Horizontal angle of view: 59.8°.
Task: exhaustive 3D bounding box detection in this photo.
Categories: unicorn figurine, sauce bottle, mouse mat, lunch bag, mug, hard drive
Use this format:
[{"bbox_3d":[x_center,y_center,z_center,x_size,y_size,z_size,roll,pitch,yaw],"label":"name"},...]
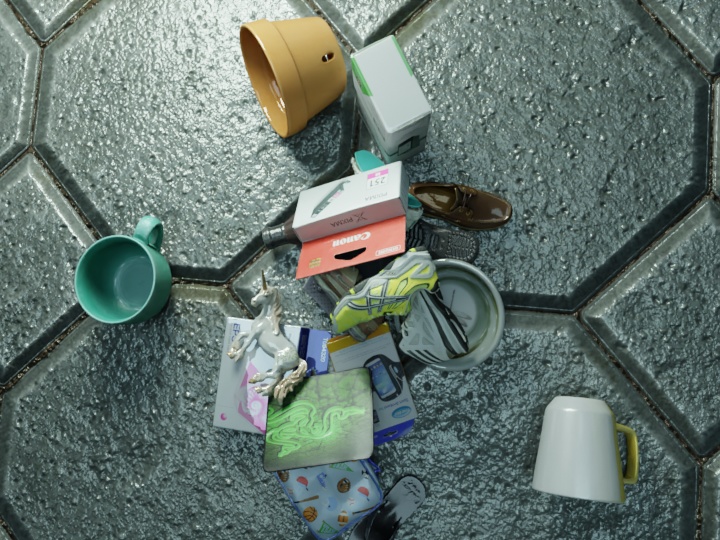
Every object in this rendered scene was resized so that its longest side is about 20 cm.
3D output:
[{"bbox_3d":[-0.166,0.122,1.103,0.137,0.074,0.202,-39,96,-12],"label":"unicorn figurine"},{"bbox_3d":[-0.082,-0.082,1.149,0.195,0.066,0.068,-18,84,3],"label":"sauce bottle"},{"bbox_3d":[-0.071,0.249,1.054,0.195,0.008,0.164,-13,52,14],"label":"mouse mat"},{"bbox_3d":[-0.054,0.353,1.091,0.158,0.076,0.202,-34,95,-3],"label":"lunch bag"},{"bbox_3d":[0.375,0.299,1.061,0.147,0.185,0.158,-4,73,36],"label":"mug"},{"bbox_3d":[0.000,0.000,1.118,0.135,0.042,0.201,43,111,8],"label":"hard drive"},{"bbox_3d":[-0.410,0.012,1.143,0.182,0.114,0.154,-30,83,1],"label":"mug"}]

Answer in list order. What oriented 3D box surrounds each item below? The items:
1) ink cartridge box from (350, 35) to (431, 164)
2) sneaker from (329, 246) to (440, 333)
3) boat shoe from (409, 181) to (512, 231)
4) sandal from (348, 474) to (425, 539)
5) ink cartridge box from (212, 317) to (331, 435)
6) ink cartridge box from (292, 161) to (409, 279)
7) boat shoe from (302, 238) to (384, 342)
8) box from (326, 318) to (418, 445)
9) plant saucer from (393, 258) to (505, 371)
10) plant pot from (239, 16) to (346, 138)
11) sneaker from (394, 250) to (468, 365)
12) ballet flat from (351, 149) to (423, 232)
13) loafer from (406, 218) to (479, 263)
[{"bbox_3d":[0.052,-0.284,1.088,0.083,0.200,0.149,-26,84,-1],"label":"ink cartridge box"},{"bbox_3d":[0.035,0.046,0.982,0.198,0.075,0.077,-36,79,16],"label":"sneaker"},{"bbox_3d":[0.178,-0.118,1.128,0.195,0.068,0.074,12,86,5],"label":"boat shoe"},{"bbox_3d":[0.039,0.449,1.104,0.075,0.043,0.202,34,89,7],"label":"sandal"},{"bbox_3d":[-0.161,0.196,1.144,0.194,0.043,0.202,6,85,7],"label":"ink cartridge box"},{"bbox_3d":[-0.020,-0.083,1.024,0.195,0.044,0.176,-14,43,20],"label":"ink cartridge box"},{"bbox_3d":[-0.029,0.023,1.076,0.071,0.076,0.202,-34,84,4],"label":"boat shoe"},{"bbox_3d":[0.025,0.202,1.116,0.116,0.042,0.205,-18,97,3],"label":"box"},{"bbox_3d":[0.157,0.074,1.104,0.195,0.050,0.206,5,107,15],"label":"plant saucer"},{"bbox_3d":[-0.114,-0.360,1.123,0.138,0.200,0.203,-26,83,-16],"label":"plant pot"},{"bbox_3d":[0.089,0.075,1.058,0.114,0.076,0.203,-29,98,20],"label":"sneaker"},{"bbox_3d":[0.036,-0.138,1.121,0.071,0.072,0.201,-39,52,1],"label":"ballet flat"},{"bbox_3d":[0.122,-0.049,1.129,0.196,0.071,0.075,21,89,23],"label":"loafer"}]
